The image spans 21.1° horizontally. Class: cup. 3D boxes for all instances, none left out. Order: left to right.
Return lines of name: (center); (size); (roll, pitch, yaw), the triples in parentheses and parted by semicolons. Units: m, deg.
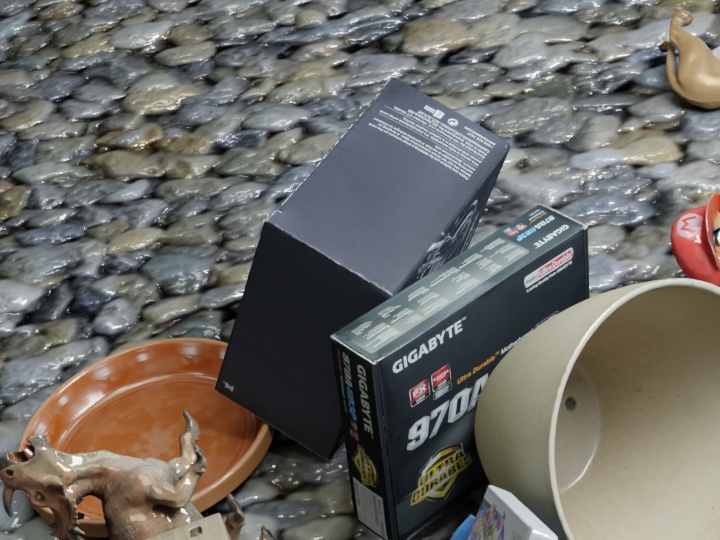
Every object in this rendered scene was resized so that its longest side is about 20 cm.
cup: (0.155, 0.103, 1.234); (0.200, 0.201, 0.143); (-38, 21, -26)

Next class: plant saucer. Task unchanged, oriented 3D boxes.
plant saucer: (-0.157, 0.126, 1.446); (0.200, 0.032, 0.200); (-11, 37, 9)

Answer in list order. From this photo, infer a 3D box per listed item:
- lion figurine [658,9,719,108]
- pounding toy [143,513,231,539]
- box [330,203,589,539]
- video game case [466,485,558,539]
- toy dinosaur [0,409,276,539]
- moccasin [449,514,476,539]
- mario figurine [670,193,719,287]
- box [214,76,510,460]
lion figurine: (0.327, -0.166, 1.612); (0.200, 0.072, 0.123); (-8, 44, 36)
pounding toy: (-0.076, 0.245, 1.110); (0.142, 0.200, 0.184); (-20, 36, -4)
box: (0.073, 0.069, 1.297); (0.200, 0.159, 0.046); (-31, 42, -31)
video game case: (0.053, 0.226, 1.076); (0.018, 0.200, 0.143); (22, 1, -6)
toy dinosaur: (-0.144, 0.182, 1.312); (0.135, 0.086, 0.200); (-36, 78, 0)
moccasin: (0.127, 0.221, 1.136); (0.080, 0.068, 0.200); (-46, 54, 26)
mario figurine: (0.320, -0.022, 1.375); (0.200, 0.106, 0.123); (5, 6, 17)
box: (0.000, 0.000, 1.385); (0.104, 0.200, 0.182); (31, 50, 10)
